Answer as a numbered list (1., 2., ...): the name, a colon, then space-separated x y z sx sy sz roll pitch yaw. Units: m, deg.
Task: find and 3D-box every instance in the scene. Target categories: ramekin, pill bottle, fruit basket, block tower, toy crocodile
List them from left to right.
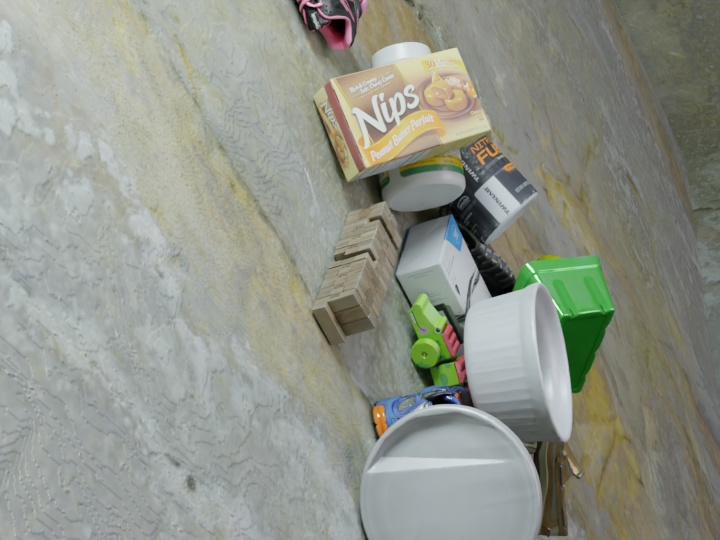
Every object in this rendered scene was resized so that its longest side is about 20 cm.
1. block tower: 0.000 0.000 1.440 0.054 0.057 0.201 60 28 -27
2. pill bottle: 0.068 -0.190 1.641 0.112 0.112 0.203 21 56 -61
3. toy crocodile: 0.113 0.125 1.603 0.202 0.061 0.067 69 24 -10
4. ramekin: 0.104 0.243 1.351 0.094 0.200 0.205 -1 76 -73
5. pill bottle: 0.143 -0.142 1.729 0.200 0.106 0.106 47 23 7
6. ramekin: 0.200 0.123 1.581 0.200 0.096 0.203 -10 90 -71
7. fruit basket: 0.263 0.053 1.782 0.154 0.215 0.219 -5 77 -25

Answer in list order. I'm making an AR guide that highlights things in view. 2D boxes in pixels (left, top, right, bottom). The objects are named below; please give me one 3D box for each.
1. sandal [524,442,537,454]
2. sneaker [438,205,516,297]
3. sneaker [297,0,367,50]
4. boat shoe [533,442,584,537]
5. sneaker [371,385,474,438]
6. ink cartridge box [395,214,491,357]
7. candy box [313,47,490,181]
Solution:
1. sandal: 0.217 0.197 1.761 0.201 0.079 0.058 -65 170 -67
2. sneaker: 0.173 -0.042 1.831 0.200 0.074 0.117 51 30 -41
3. sneaker: -0.054 -0.346 1.530 0.200 0.078 0.097 43 49 -48
4. boat shoe: 0.284 0.281 1.789 0.072 0.075 0.203 -34 130 -78
5. sneaker: 0.095 0.175 1.488 0.199 0.078 0.076 -8 84 -58
6. ink cartridge box: 0.125 0.043 1.676 0.201 0.067 0.117 61 27 -28
7. candy box: 0.053 -0.193 1.536 0.198 0.055 0.117 -19 83 -30
